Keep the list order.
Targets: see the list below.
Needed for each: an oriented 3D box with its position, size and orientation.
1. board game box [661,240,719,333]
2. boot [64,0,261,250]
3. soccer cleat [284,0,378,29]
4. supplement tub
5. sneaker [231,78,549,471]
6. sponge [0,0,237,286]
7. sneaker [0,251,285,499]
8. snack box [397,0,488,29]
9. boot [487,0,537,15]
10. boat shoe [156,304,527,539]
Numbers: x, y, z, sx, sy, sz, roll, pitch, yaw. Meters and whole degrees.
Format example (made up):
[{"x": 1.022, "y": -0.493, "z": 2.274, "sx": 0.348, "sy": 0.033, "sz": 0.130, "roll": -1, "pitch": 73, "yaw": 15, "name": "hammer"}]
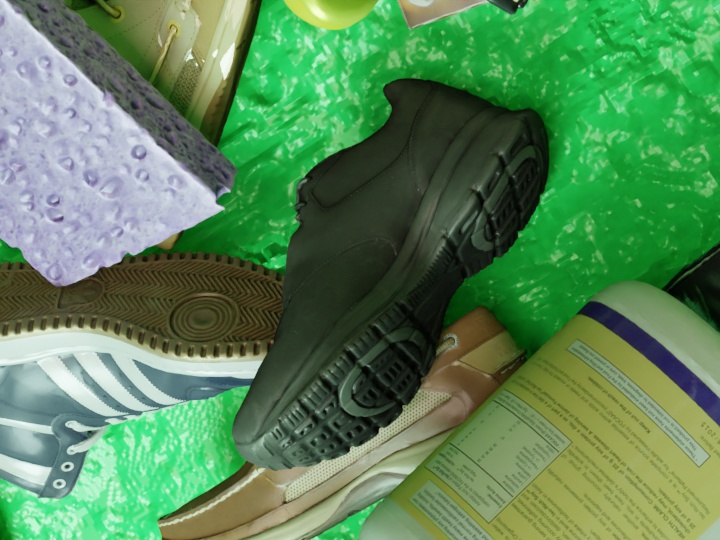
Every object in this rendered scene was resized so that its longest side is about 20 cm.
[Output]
[{"x": 0.227, "y": 0.057, "z": 1.061, "sx": 0.200, "sy": 0.028, "sz": 0.135, "roll": 48, "pitch": 149, "yaw": 1, "name": "board game box"}, {"x": -0.126, "y": -0.121, "z": 1.135, "sx": 0.155, "sy": 0.073, "sz": 0.200, "roll": 19, "pitch": 118, "yaw": -1, "name": "boot"}, {"x": -0.037, "y": -0.183, "z": 1.054, "sx": 0.084, "sy": 0.065, "sz": 0.200, "roll": -40, "pitch": 60, "yaw": 48, "name": "soccer cleat"}, {"x": 0.091, "y": 0.118, "z": 1.055, "sx": 0.200, "sy": 0.145, "sz": 0.145, "roll": -43, "pitch": 88, "yaw": -6, "name": "supplement tub"}, {"x": 0.000, "y": 0.000, "z": 1.109, "sx": 0.091, "sy": 0.076, "sz": 0.200, "roll": 29, "pitch": 72, "yaw": 27, "name": "sneaker"}, {"x": -0.160, "y": -0.080, "z": 1.091, "sx": 0.112, "sy": 0.030, "sz": 0.200, "roll": -25, "pitch": 122, "yaw": 37, "name": "sponge"}, {"x": -0.109, "y": 0.053, "z": 1.184, "sx": 0.200, "sy": 0.070, "sz": 0.109, "roll": 1, "pitch": 131, "yaw": 12, "name": "sneaker"}, {"x": 0.021, "y": -0.212, "z": 1.095, "sx": 0.072, "sy": 0.024, "sz": 0.200, "roll": -18, "pitch": 98, "yaw": 22, "name": "snack box"}, {"x": 0.120, "y": -0.157, "z": 1.035, "sx": 0.204, "sy": 0.073, "sz": 0.154, "roll": 43, "pitch": 102, "yaw": 11, "name": "boot"}, {"x": -0.007, "y": 0.076, "z": 1.169, "sx": 0.200, "sy": 0.076, "sz": 0.074, "roll": -25, "pitch": 90, "yaw": 16, "name": "boat shoe"}]
